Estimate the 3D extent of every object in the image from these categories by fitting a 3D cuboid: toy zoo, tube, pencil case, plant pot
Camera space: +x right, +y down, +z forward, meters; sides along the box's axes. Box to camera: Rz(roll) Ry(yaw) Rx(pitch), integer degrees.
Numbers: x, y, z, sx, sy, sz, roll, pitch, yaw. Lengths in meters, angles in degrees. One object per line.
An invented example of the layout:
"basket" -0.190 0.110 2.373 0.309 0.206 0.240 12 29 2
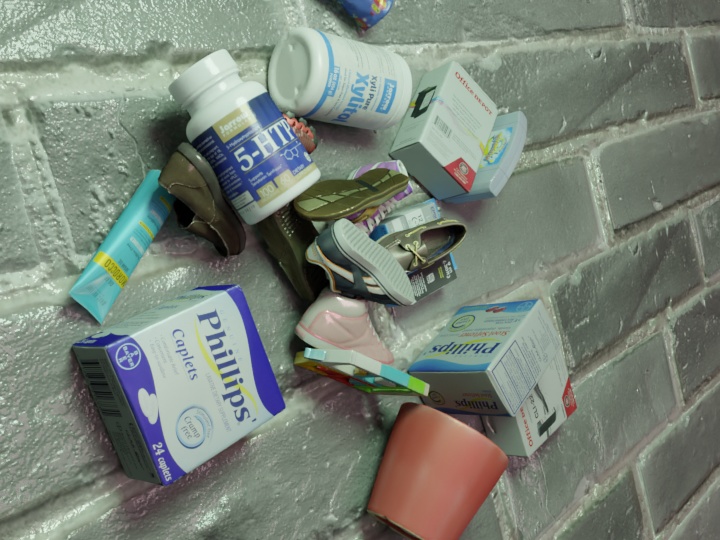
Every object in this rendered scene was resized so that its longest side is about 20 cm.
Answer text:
"toy zoo" -0.008 0.152 1.102 0.199 0.131 0.021 28 66 -36
"tube" -0.294 -0.035 0.920 0.201 0.050 0.078 -65 152 -25
"pencil case" -0.036 -0.481 1.197 0.200 0.087 0.078 31 101 -35
"plant pot" 0.112 0.336 1.160 0.200 0.200 0.178 43 67 -30

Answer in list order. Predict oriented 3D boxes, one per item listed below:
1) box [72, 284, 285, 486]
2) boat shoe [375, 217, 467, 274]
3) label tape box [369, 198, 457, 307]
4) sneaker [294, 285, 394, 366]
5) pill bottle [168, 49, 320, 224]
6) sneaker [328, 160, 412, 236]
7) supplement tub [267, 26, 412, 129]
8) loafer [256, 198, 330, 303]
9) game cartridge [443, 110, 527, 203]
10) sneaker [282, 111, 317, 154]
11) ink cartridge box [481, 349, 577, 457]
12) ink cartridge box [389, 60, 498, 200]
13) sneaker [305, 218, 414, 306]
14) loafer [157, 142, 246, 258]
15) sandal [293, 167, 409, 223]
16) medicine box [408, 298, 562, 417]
"box" -0.223 0.136 0.925 0.200 0.105 0.185 -29 104 -42
"boat shoe" 0.089 -0.035 1.176 0.199 0.059 0.072 -25 102 -34
"label tape box" 0.108 -0.039 1.279 0.199 0.066 0.144 -25 101 -40
"sneaker" -0.001 0.085 1.129 0.200 0.075 0.105 27 94 -41
"pill bottle" -0.152 -0.172 0.941 0.120 0.119 0.201 -43 104 -37
"sneaker" 0.021 -0.103 1.146 0.073 0.114 0.201 50 42 -38
"supplement tub" -0.031 -0.295 1.141 0.199 0.132 0.133 -1 85 -41
"loafer" -0.095 -0.033 1.094 0.076 0.067 0.201 -46 130 -33
"game cartridge" 0.239 -0.216 1.376 0.040 0.133 0.201 47 55 -35
"sneaker" -0.149 -0.190 1.059 0.200 0.071 0.099 13 75 -39
"ink cartridge box" 0.324 0.250 1.425 0.199 0.083 0.145 -27 104 -41
"ink cartridge box" 0.157 -0.254 1.337 0.146 0.083 0.201 39 59 -29
"sneaker" 0.000 0.000 1.073 0.200 0.079 0.079 40 30 -40
"loafer" -0.213 -0.080 0.958 0.071 0.073 0.200 -40 144 -15
"sandal" -0.008 -0.101 1.070 0.199 0.080 0.054 -23 135 -38
"medicine box" 0.217 0.152 1.274 0.200 0.182 0.103 -43 112 -38
